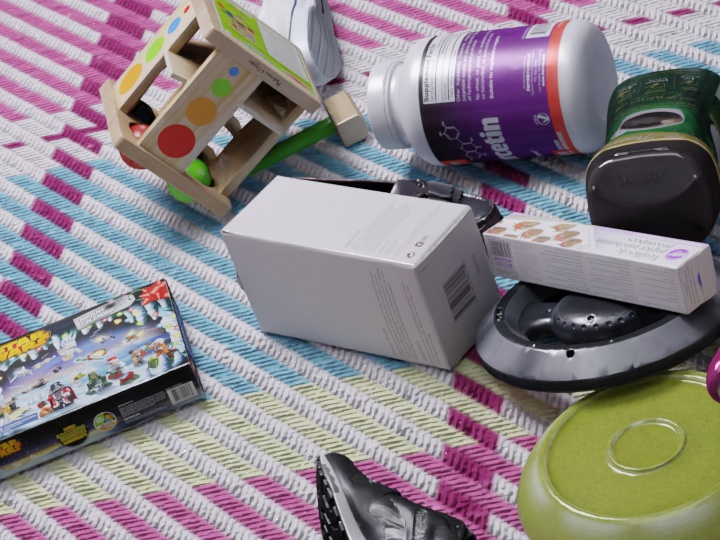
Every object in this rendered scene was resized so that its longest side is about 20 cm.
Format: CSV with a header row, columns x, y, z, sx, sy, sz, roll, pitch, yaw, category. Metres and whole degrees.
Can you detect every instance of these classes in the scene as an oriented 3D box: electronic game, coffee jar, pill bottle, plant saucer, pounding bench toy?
x,y,z,sx,sy,sz,roll,pitch,yaw,category
0.183,0.035,1.757,0.200,0.042,0.200,-14,24,6,electronic game
0.235,-0.085,1.836,0.104,0.085,0.200,-7,23,17,coffee jar
0.111,-0.148,2.000,0.200,0.113,0.112,-4,37,24,pill bottle
0.201,0.130,1.631,0.200,0.031,0.200,-14,33,10,plant saucer
-0.112,-0.129,2.098,0.156,0.200,0.124,-49,27,15,pounding bench toy

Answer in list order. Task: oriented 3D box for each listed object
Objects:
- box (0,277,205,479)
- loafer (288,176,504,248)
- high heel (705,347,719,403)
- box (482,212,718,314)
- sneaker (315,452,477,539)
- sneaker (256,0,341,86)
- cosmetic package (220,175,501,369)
x,y,z,sx,sy,sz,roll,pitch,yaw,category
-0.234,0.090,1.916,0.200,0.040,0.137,-22,32,-2,box
0.020,-0.047,1.950,0.200,0.063,0.072,0,39,28,loafer
0.265,0.035,1.650,0.096,0.067,0.200,26,36,26,high heel
0.176,-0.007,1.752,0.039,0.041,0.200,-33,28,-33,box
0.031,0.192,1.618,0.087,0.076,0.200,-13,35,-15,sneaker
-0.064,-0.220,2.246,0.071,0.073,0.200,-25,23,10,sneaker
0.000,0.000,1.856,0.200,0.108,0.085,13,46,38,cosmetic package
